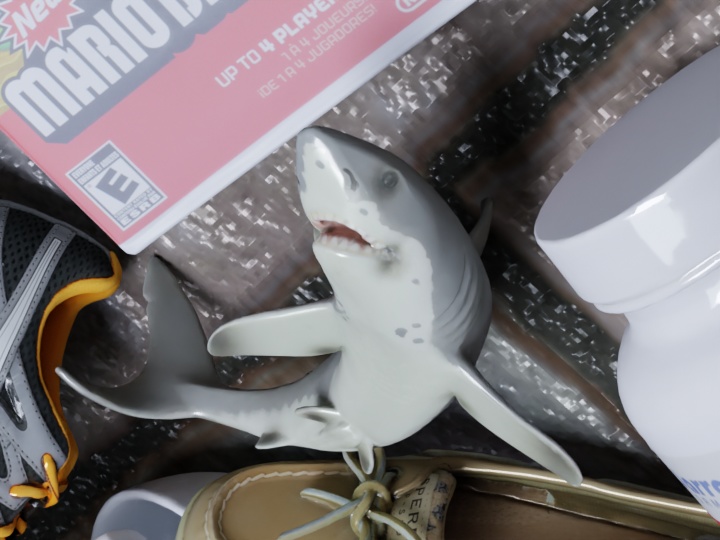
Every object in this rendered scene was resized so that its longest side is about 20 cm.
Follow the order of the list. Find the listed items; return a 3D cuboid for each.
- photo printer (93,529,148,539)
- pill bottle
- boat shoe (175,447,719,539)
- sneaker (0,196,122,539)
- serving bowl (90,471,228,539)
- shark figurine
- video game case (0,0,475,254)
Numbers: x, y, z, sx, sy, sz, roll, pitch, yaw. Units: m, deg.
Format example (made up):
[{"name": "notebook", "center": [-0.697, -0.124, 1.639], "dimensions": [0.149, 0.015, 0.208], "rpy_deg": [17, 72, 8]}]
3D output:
[{"name": "photo printer", "center": [-0.074, 0.191, 0.812], "dimensions": [0.166, 0.069, 0.200], "rpy_deg": [55, 150, 19]}, {"name": "pill bottle", "center": [0.142, 0.037, 0.615], "dimensions": [0.200, 0.112, 0.112], "rpy_deg": [48, 136, -12]}, {"name": "boat shoe", "center": [0.042, 0.087, 0.727], "dimensions": [0.200, 0.073, 0.063], "rpy_deg": [6, 145, -2]}, {"name": "sneaker", "center": [-0.135, 0.070, 0.775], "dimensions": [0.077, 0.200, 0.078], "rpy_deg": [12, 177, 0]}, {"name": "serving bowl", "center": [-0.017, 0.157, 0.831], "dimensions": [0.200, 0.066, 0.200], "rpy_deg": [40, 143, 38]}, {"name": "shark figurine", "center": [0.003, 0.012, 0.706], "dimensions": [0.128, 0.090, 0.214], "rpy_deg": [35, 152, -12]}, {"name": "video game case", "center": [-0.073, -0.111, 0.617], "dimensions": [0.143, 0.017, 0.200], "rpy_deg": [-36, 118, 15]}]
